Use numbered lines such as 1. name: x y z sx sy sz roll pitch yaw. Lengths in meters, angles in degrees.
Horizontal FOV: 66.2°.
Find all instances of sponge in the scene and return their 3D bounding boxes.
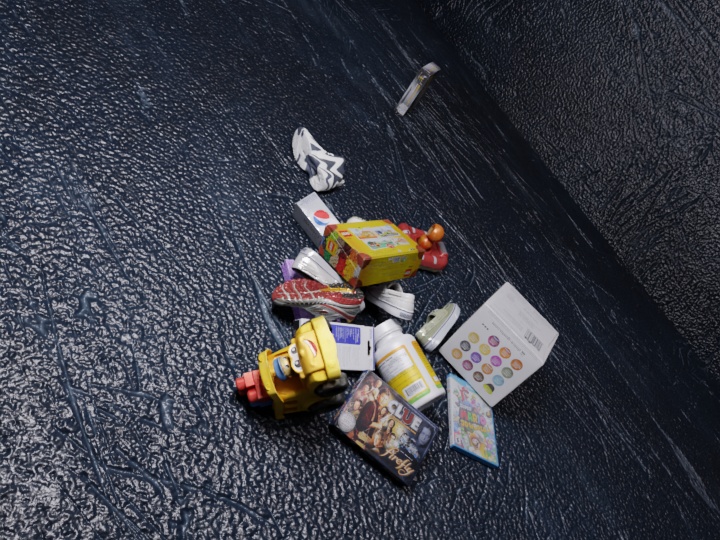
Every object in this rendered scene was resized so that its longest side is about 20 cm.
1. sponge: -0.109 0.068 1.259 0.110 0.030 0.203 9 49 -39

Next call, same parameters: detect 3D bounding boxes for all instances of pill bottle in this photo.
1. pill bottle: 0.096 0.216 1.247 0.110 0.111 0.202 -7 60 -47

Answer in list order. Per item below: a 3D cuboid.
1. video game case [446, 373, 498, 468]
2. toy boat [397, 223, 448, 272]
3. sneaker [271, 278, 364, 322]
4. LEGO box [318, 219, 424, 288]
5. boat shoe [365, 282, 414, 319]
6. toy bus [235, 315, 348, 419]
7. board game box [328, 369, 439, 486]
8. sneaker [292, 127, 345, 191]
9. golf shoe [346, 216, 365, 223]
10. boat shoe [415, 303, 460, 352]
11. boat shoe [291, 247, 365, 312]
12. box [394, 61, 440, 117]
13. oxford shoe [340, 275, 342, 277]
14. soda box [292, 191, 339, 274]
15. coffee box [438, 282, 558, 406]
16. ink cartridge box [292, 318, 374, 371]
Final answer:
1. video game case: 0.273 0.365 1.355 0.142 0.018 0.202 29 39 -20
2. toy boat: 0.192 -0.085 1.614 0.197 0.131 0.132 13 46 -36
3. sneaker: -0.093 0.074 1.181 0.196 0.083 0.078 8 28 -14
4. LEGO box: 0.027 -0.045 1.284 0.198 0.078 0.149 -9 39 -40
5. boat shoe: 0.071 0.059 1.318 0.071 0.067 0.200 17 5 -20
6. toy bus: -0.129 0.186 0.992 0.188 0.201 0.138 -11 62 -15
7. board game box: 0.051 0.318 1.123 0.199 0.035 0.136 40 63 -7
8. sneaker: -0.109 -0.321 1.593 0.128 0.079 0.201 -10 63 -50
9. golf shoe: 0.007 -0.055 1.457 0.096 0.078 0.202 -17 66 -44
10. boat shoe: 0.208 0.136 1.469 0.062 0.072 0.200 46 39 -1
11. boat shoe: -0.073 0.038 1.245 0.200 0.071 0.066 47 64 -22
12. box: 0.227 -0.723 2.205 0.048 0.201 0.159 39 35 1
13. oxford shoe: 0.000 0.000 1.368 0.198 0.071 0.074 -19 82 -34
14. soda box: -0.085 -0.094 1.392 0.063 0.068 0.201 -34 81 -27
15. coffee box: 0.364 0.189 1.449 0.200 0.198 0.199 46 33 10
16. ink cartridge box: -0.055 0.163 1.185 0.197 0.039 0.102 12 72 -36
